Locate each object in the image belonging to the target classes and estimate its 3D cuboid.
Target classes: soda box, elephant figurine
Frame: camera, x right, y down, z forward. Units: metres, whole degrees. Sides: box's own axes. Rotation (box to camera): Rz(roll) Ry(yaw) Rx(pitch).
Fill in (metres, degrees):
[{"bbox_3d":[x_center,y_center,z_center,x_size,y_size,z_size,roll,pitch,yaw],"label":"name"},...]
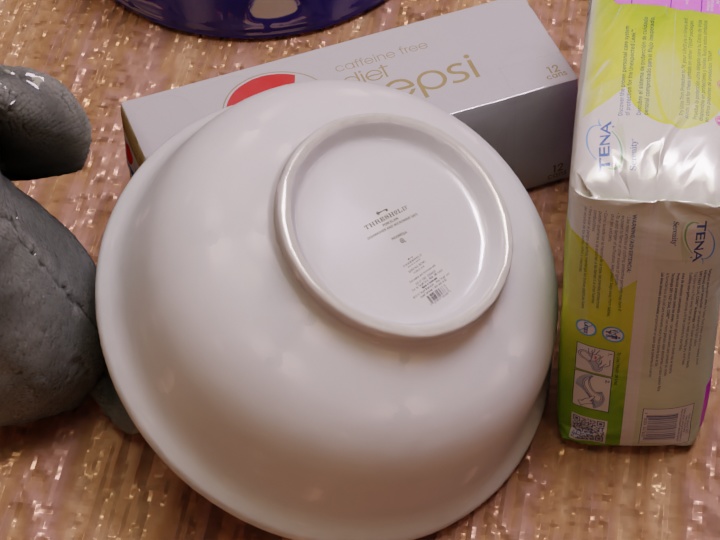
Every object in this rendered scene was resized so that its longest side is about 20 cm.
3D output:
[{"bbox_3d":[-0.004,-0.059,0.981,0.199,0.064,0.068,-17,48,-12],"label":"soda box"},{"bbox_3d":[-0.177,-0.028,0.864,0.154,0.201,0.142,-15,47,-12],"label":"elephant figurine"}]

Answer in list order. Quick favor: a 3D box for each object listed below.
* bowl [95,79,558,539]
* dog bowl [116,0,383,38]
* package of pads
[{"bbox_3d":[0.000,0.000,0.853,0.200,0.090,0.202,8,63,-16],"label":"bowl"},{"bbox_3d":[-0.055,-0.213,1.118,0.199,0.079,0.201,-2,47,2],"label":"dog bowl"},{"bbox_3d":[0.124,-0.049,0.901,0.068,0.155,0.201,5,47,7],"label":"package of pads"}]
